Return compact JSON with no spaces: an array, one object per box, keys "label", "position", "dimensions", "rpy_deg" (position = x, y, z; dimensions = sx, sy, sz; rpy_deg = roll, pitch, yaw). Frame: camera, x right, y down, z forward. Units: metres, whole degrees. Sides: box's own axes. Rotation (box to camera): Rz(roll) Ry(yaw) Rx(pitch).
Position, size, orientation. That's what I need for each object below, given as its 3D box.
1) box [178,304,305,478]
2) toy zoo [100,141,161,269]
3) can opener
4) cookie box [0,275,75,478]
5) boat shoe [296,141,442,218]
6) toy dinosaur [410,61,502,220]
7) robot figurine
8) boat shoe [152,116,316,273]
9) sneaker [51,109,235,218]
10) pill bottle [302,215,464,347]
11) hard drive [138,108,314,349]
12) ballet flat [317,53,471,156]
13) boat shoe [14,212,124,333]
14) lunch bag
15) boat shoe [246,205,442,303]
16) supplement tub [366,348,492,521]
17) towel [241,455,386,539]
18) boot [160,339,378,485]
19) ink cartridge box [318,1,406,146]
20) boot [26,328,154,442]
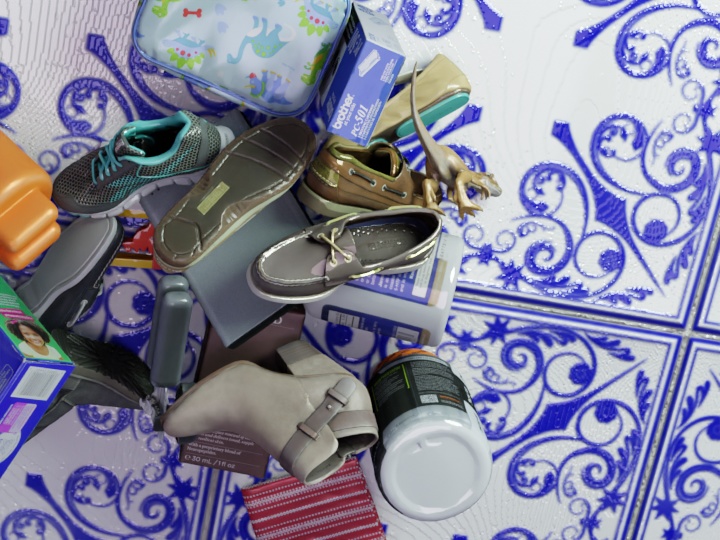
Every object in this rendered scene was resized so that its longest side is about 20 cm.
[{"label":"box","position":[-0.129,0.116,1.605],"dimensions":[0.099,0.075,0.202],"rpy_deg":[12,106,-8]},{"label":"toy zoo","position":[-0.208,-0.065,1.561],"dimensions":[0.198,0.020,0.132],"rpy_deg":[4,109,-6]},{"label":"can opener","position":[-0.191,0.093,1.523],"dimensions":[0.066,0.053,0.201],"rpy_deg":[-5,129,-18]},{"label":"cookie box","position":[-0.409,0.097,1.511],"dimensions":[0.172,0.200,0.075],"rpy_deg":[-54,149,13]},{"label":"boat shoe","position":[0.025,-0.090,1.494],"dimensions":[0.072,0.199,0.068],"rpy_deg":[41,116,29]},{"label":"toy dinosaur","position":[0.081,-0.108,1.506],"dimensions":[0.060,0.107,0.200],"rpy_deg":[-18,147,22]},{"label":"robot figurine","position":[-0.389,-0.089,1.471],"dimensions":[0.200,0.144,0.117],"rpy_deg":[41,104,12]},{"label":"boat shoe","position":[-0.126,-0.073,1.445],"dimensions":[0.200,0.076,0.072],"rpy_deg":[-40,81,-18]},{"label":"sneaker","position":[-0.227,-0.114,1.465],"dimensions":[0.199,0.091,0.078],"rpy_deg":[-19,66,15]},{"label":"pill bottle","position":[0.000,0.000,1.544],"dimensions":[0.198,0.120,0.121],"rpy_deg":[14,108,1]},{"label":"hard drive","position":[-0.126,-0.042,1.495],"dimensions":[0.139,0.033,0.201],"rpy_deg":[-34,77,7]},{"label":"ballet flat","position":[0.020,-0.155,1.535],"dimensions":[0.199,0.069,0.063],"rpy_deg":[-31,76,3]},{"label":"boat shoe","position":[-0.306,0.016,1.552],"dimensions":[0.200,0.076,0.060],"rpy_deg":[-41,135,23]},{"label":"lunch bag","position":[-0.120,-0.250,1.466],"dimensions":[0.199,0.083,0.162],"rpy_deg":[22,106,-8]},{"label":"boat shoe","position":[-0.013,-0.020,1.427],"dimensions":[0.199,0.060,0.072],"rpy_deg":[-12,69,-23]},{"label":"supplement tub","position":[0.066,0.167,1.570],"dimensions":[0.121,0.200,0.124],"rpy_deg":[-2,112,-5]},{"label":"towel","position":[-0.041,0.318,1.710],"dimensions":[0.144,0.023,0.201],"rpy_deg":[-17,108,4]},{"label":"boot","position":[-0.086,0.158,1.500],"dimensions":[0.199,0.147,0.070],"rpy_deg":[-30,146,-10]},{"label":"ink cartridge box","position":[-0.002,-0.194,1.437],"dimensions":[0.044,0.200,0.095],"rpy_deg":[21,107,-11]},{"label":"boot","position":[-0.337,0.155,1.598],"dimensions":[0.200,0.073,0.181],"rpy_deg":[-43,132,19]}]
